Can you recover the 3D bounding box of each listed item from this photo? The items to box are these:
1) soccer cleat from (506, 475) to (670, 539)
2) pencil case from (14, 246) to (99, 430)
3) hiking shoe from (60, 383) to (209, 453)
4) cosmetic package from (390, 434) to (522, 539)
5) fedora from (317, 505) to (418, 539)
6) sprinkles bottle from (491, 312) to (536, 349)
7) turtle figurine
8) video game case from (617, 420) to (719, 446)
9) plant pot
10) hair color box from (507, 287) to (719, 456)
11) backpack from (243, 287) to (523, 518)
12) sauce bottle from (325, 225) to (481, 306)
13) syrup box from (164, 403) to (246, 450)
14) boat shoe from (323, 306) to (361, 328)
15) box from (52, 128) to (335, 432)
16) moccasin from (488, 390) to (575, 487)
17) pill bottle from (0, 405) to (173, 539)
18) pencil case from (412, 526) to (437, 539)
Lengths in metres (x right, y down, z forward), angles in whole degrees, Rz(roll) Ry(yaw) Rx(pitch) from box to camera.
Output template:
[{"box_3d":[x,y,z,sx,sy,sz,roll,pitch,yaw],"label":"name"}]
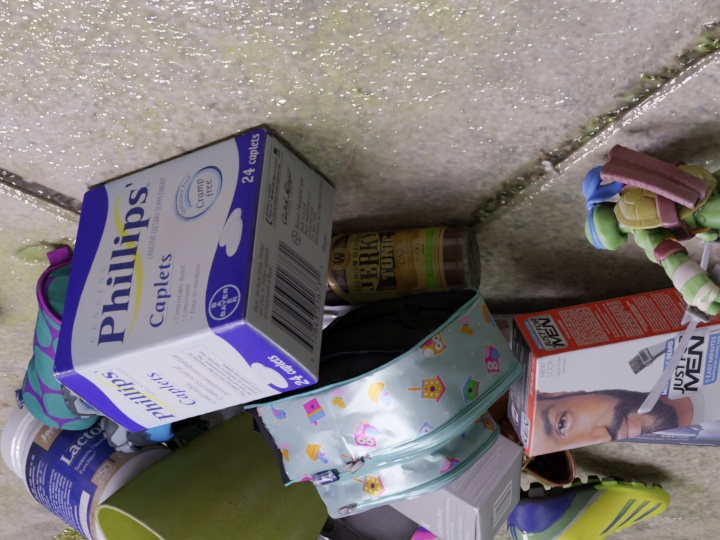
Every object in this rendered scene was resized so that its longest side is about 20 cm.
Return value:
[{"box_3d":[0.231,0.253,1.799,0.199,0.084,0.065,-1,177,-32],"label":"soccer cleat"},{"box_3d":[-0.267,0.068,1.630,0.085,0.093,0.200,-18,155,-26],"label":"pencil case"},{"box_3d":[-0.200,0.098,1.540,0.086,0.075,0.200,-11,157,9],"label":"hiking shoe"},{"box_3d":[0.050,0.170,1.657,0.199,0.090,0.107,27,151,22],"label":"cosmetic package"},{"box_3d":[-0.015,0.223,1.761,0.200,0.090,0.177,34,-179,20],"label":"fedora"},{"box_3d":[0.132,0.071,1.588,0.199,0.069,0.068,-2,146,11],"label":"sprinkles bottle"},{"box_3d":[0.284,-0.021,1.361,0.193,0.201,0.144,-24,171,32],"label":"turtle figurine"},{"box_3d":[0.284,0.139,1.659,0.142,0.019,0.200,2,166,5],"label":"video game case"},{"box_3d":[-0.107,0.213,1.614,0.187,0.200,0.187,35,153,21],"label":"plant pot"},{"box_3d":[0.229,0.082,1.502,0.199,0.064,0.111,-9,127,-12],"label":"hair color box"},{"box_3d":[0.031,0.101,1.430,0.200,0.176,0.154,-30,93,42],"label":"backpack"},{"box_3d":[0.000,0.000,1.502,0.199,0.065,0.065,-6,146,14],"label":"sauce bottle"},{"box_3d":[-0.157,0.114,1.688,0.078,0.082,0.200,-3,145,16],"label":"syrup box"},{"box_3d":[-0.026,0.050,1.581,0.199,0.067,0.074,-19,140,33],"label":"boat shoe"},{"box_3d":[-0.133,0.010,1.429,0.199,0.185,0.105,-17,142,31],"label":"box"},{"box_3d":[0.153,0.154,1.688,0.078,0.074,0.202,36,168,39],"label":"moccasin"},{"box_3d":[-0.260,0.196,1.731,0.200,0.116,0.116,24,164,42],"label":"pill bottle"},{"box_3d":[0.070,0.234,1.830,0.088,0.089,0.200,28,142,-30],"label":"pencil case"}]
